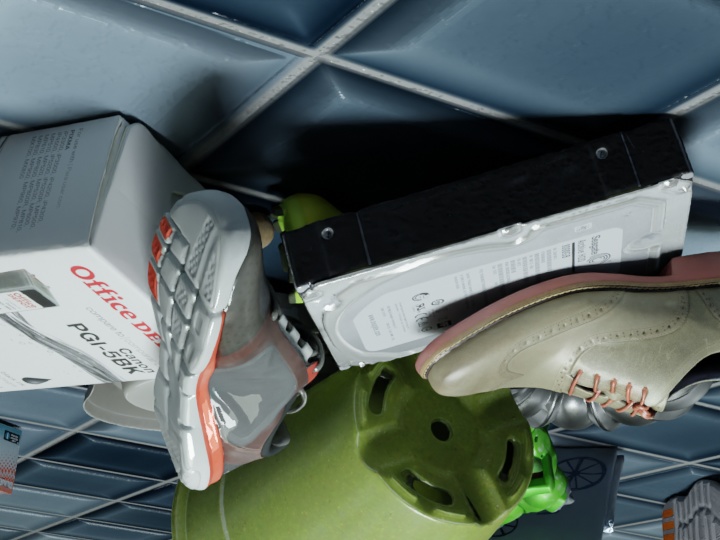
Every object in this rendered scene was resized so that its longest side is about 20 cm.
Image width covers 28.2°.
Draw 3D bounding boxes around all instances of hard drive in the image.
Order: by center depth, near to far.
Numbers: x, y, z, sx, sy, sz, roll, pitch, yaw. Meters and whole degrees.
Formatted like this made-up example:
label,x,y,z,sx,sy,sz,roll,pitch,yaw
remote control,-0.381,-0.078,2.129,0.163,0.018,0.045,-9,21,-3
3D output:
label,x,y,z,sx,sy,sz,roll,pitch,yaw
hard drive,0.070,-0.007,0.748,0.200,0.038,0.140,-17,158,1

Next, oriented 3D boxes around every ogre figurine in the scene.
label,x,y,z,sx,sy,sz,roll,pitch,yaw
ogre figurine,0.101,0.152,1.168,0.120,0.098,0.200,-9,113,19

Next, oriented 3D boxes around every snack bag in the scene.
label,x,y,z,sx,sy,sz,roll,pitch,yaw
snack bag,0.133,0.222,1.276,0.188,0.200,0.021,-3,119,17

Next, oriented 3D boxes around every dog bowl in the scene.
label,x,y,z,sx,sy,sz,roll,pitch,yaw
dog bowl,-0.095,0.066,1.010,0.200,0.059,0.200,-3,161,-1

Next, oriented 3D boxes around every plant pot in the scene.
label,x,y,z,sx,sy,sz,roll,pitch,yaw
plant pot,0.009,0.136,0.893,0.200,0.200,0.190,13,145,-23

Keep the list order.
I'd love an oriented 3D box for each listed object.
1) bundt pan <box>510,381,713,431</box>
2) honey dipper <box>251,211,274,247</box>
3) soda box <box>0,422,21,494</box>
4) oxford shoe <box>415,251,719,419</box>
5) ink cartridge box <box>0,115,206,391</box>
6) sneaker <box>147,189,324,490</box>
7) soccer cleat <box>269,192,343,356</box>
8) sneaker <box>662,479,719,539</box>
label,x,y,z,sx,sy,sz,roll,pitch,yaw
bundt pan,0.140,0.054,0.937,0.202,0.076,0.202,4,161,1
honey dipper,-0.122,0.001,0.900,0.038,0.038,0.200,22,152,-40
soda box,-0.408,0.158,1.343,0.064,0.068,0.200,-6,157,26
oxford shoe,0.130,0.044,0.758,0.200,0.075,0.070,-13,157,-8
ink cartridge box,-0.180,-0.001,0.807,0.200,0.083,0.147,-7,147,28
sneaker,-0.059,0.031,0.726,0.082,0.077,0.200,-12,143,-20
soccer cleat,0.000,-0.001,0.847,0.084,0.065,0.200,-14,158,5
sneaker,0.386,0.252,1.450,0.112,0.078,0.200,2,171,-6
